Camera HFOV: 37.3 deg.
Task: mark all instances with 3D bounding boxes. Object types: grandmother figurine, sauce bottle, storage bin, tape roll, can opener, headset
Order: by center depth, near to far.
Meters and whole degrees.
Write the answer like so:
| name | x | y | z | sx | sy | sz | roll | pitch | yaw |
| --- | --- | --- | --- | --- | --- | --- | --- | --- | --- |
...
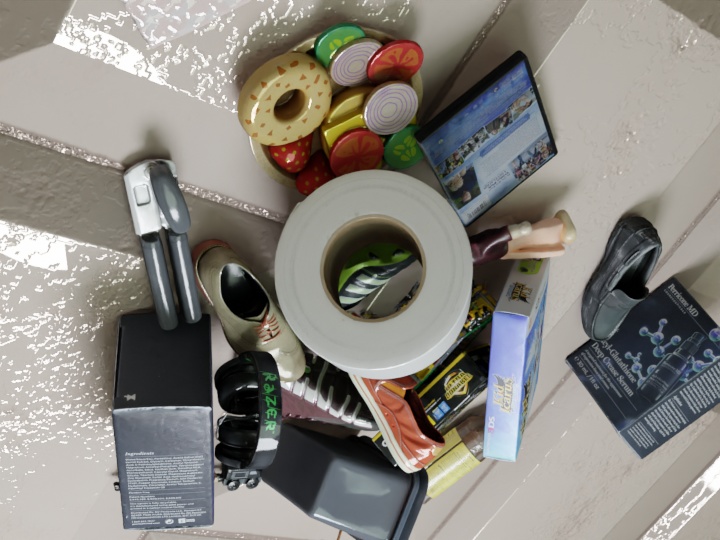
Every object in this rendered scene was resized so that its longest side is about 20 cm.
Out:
| name | x | y | z | sx | sy | sz | roll | pitch | yaw |
| --- | --- | --- | --- | --- | --- | --- | --- | --- | --- |
| can opener | -0.197 | -0.019 | 1.095 | 0.053 | 0.067 | 0.201 | -16 | 124 | -16 |
| tape roll | 0.018 | 0.009 | 1.118 | 0.202 | 0.204 | 0.139 | -31 | 170 | 0 |
| headset | -0.115 | 0.159 | 1.180 | 0.093 | 0.125 | 0.200 | 4 | 165 | -23 |
| grandmother figurine | 0.162 | -0.029 | 1.265 | 0.199 | 0.061 | 0.121 | -13 | 161 | -28 |
| storage bin | -0.035 | 0.277 | 1.358 | 0.134 | 0.200 | 0.147 | 25 | 85 | -29 |
| sauce bottle | 0.149 | 0.255 | 1.532 | 0.199 | 0.065 | 0.065 | -37 | 136 | 8 |

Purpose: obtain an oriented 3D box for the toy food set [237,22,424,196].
| name | x | y | z | sx | sy | sz | roll | pitch | yaw |
| --- | --- | --- | --- | --- | --- | --- | --- | --- | --- |
| toy food set | -0.020 | -0.160 | 1.087 | 0.197 | 0.049 | 0.201 | -27 | 135 | -5 |

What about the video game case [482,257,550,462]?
| name | x | y | z | sx | sy | sz | roll | pitch | yaw |
| --- | --- | --- | --- | --- | --- | --- | --- | --- | --- |
| video game case | 0.194 | 0.101 | 1.318 | 0.045 | 0.181 | 0.202 | 9 | 117 | 16 |

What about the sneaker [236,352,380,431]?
| name | x | y | z | sx | sy | sz | roll | pitch | yaw |
| --- | --- | --- | --- | --- | --- | --- | --- | --- | --- |
| sneaker | -0.068 | 0.158 | 1.299 | 0.199 | 0.076 | 0.116 | 27 | 132 | -3 |

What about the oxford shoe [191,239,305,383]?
| name | x | y | z | sx | sy | sz | roll | pitch | yaw |
| --- | --- | --- | --- | --- | --- | --- | --- | --- | --- |
| oxford shoe | -0.116 | 0.058 | 1.171 | 0.070 | 0.075 | 0.200 | -42 | 120 | -10 |

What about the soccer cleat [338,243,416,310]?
| name | x | y | z | sx | sy | sz | roll | pitch | yaw |
| --- | --- | --- | --- | --- | --- | --- | --- | --- | --- |
| soccer cleat | 0.000 | 0.000 | 1.237 | 0.199 | 0.068 | 0.081 | -32 | 155 | 0 |

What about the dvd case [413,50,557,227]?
| name | x | y | z | sx | sy | sz | roll | pitch | yaw |
| --- | --- | --- | --- | --- | --- | --- | --- | --- | --- |
| dvd case | 0.144 | -0.139 | 1.177 | 0.142 | 0.018 | 0.200 | -39 | 148 | 0 |

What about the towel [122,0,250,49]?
| name | x | y | z | sx | sy | sz | roll | pitch | yaw |
| --- | --- | --- | --- | --- | --- | --- | --- | --- | --- |
| towel | -0.142 | -0.308 | 0.903 | 0.190 | 0.032 | 0.201 | -28 | 135 | -2 |

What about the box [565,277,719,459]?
| name | x | y | z | sx | sy | sz | roll | pitch | yaw |
| --- | --- | --- | --- | --- | --- | --- | --- | --- | --- |
| box | 0.423 | 0.139 | 1.516 | 0.200 | 0.149 | 0.107 | -39 | 136 | 7 |

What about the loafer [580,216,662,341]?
| name | x | y | z | sx | sy | sz | roll | pitch | yaw |
| --- | --- | --- | --- | --- | --- | --- | --- | --- | --- |
| loafer | 0.349 | 0.023 | 1.429 | 0.068 | 0.071 | 0.202 | -6 | 131 | -23 |

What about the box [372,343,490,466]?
| name | x | y | z | sx | sy | sz | roll | pitch | yaw |
| --- | --- | --- | --- | --- | --- | --- | --- | --- | --- |
| box | 0.107 | 0.167 | 1.367 | 0.160 | 0.049 | 0.200 | -44 | 169 | 11 |

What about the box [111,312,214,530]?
| name | x | y | z | sx | sy | sz | roll | pitch | yaw |
| --- | --- | --- | --- | --- | --- | --- | --- | --- | --- |
| box | -0.215 | 0.168 | 1.188 | 0.103 | 0.149 | 0.201 | -1 | 131 | -8 |

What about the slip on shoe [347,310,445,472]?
| name | x | y | z | sx | sy | sz | roll | pitch | yaw |
| --- | --- | --- | --- | --- | --- | --- | --- | --- | --- |
| slip on shoe | 0.035 | 0.133 | 1.234 | 0.061 | 0.201 | 0.074 | -30 | 176 | 18 |

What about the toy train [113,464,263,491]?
| name | x | y | z | sx | sy | sz | roll | pitch | yaw |
| --- | --- | --- | --- | --- | --- | --- | --- | --- | --- |
| toy train | -0.216 | 0.262 | 1.365 | 0.199 | 0.034 | 0.046 | 1 | 124 | -29 |

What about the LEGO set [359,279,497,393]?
| name | x | y | z | sx | sy | sz | roll | pitch | yaw |
| --- | --- | --- | --- | --- | --- | --- | --- | --- | --- |
| LEGO set | 0.067 | 0.071 | 1.317 | 0.153 | 0.116 | 0.200 | -30 | 162 | -44 |
